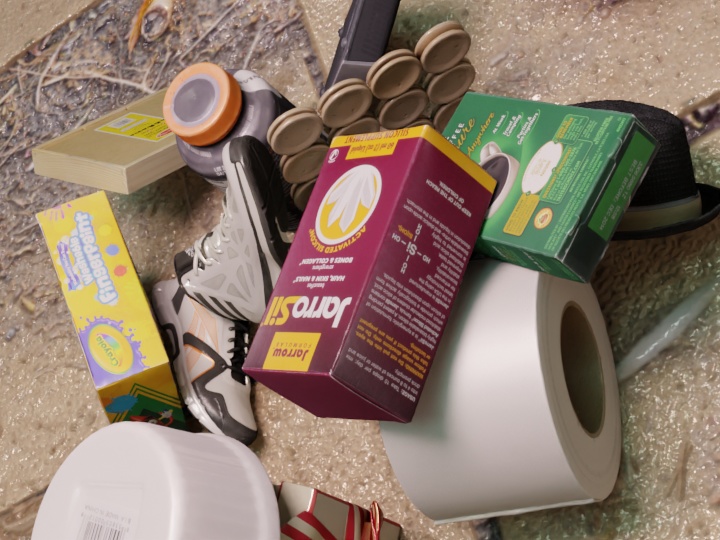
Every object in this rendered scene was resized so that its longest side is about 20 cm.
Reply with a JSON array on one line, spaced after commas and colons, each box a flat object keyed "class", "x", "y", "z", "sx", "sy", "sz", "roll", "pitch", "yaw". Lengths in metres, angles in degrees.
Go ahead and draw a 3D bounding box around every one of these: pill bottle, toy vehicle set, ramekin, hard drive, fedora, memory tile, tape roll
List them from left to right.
[{"class": "ramekin", "x": -0.163, "y": 0.212, "z": 1.094, "sx": 0.199, "sy": 0.097, "sz": 0.202, "roll": -20, "pitch": 58, "yaw": 36}, {"class": "toy vehicle set", "x": -0.209, "y": -0.131, "z": 1.422, "sx": 0.123, "sy": 0.200, "sz": 0.027, "roll": 14, "pitch": 121, "yaw": 33}, {"class": "pill bottle", "x": -0.100, "y": -0.118, "z": 1.336, "sx": 0.105, "sy": 0.200, "sz": 0.107, "roll": -10, "pitch": 67, "yaw": 24}, {"class": "hard drive", "x": 0.000, "y": -0.211, "z": 1.337, "sx": 0.042, "sy": 0.200, "sz": 0.136, "roll": 18, "pitch": 77, "yaw": -6}, {"class": "memory tile", "x": 0.015, "y": -0.136, "z": 1.287, "sx": 0.199, "sy": 0.154, "sz": 0.017, "roll": -29, "pitch": 63, "yaw": -3}, {"class": "tape roll", "x": 0.112, "y": 0.090, "z": 1.142, "sx": 0.138, "sy": 0.202, "sz": 0.205, "roll": -13, "pitch": 66, "yaw": 24}, {"class": "fedora", "x": 0.195, "y": -0.087, "z": 1.170, "sx": 0.199, "sy": 0.200, "sz": 0.093, "roll": 6, "pitch": 108, "yaw": 30}]

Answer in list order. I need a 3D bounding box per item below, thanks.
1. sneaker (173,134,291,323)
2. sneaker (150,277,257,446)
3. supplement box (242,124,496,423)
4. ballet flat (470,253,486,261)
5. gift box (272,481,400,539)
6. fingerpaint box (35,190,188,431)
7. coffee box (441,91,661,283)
[{"class": "sneaker", "x": -0.121, "y": -0.026, "z": 1.281, "sx": 0.114, "sy": 0.202, "sz": 0.076, "roll": -5, "pitch": 39, "yaw": 11}, {"class": "sneaker", "x": -0.135, "y": 0.074, "z": 1.359, "sx": 0.080, "sy": 0.074, "sz": 0.201, "roll": -32, "pitch": 60, "yaw": 12}, {"class": "supplement box", "x": 0.007, "y": 0.003, "z": 1.061, "sx": 0.110, "sy": 0.085, "sz": 0.201, "roll": -2, "pitch": 61, "yaw": 50}, {"class": "ballet flat", "x": 0.090, "y": 0.006, "z": 1.271, "sx": 0.200, "sy": 0.057, "sz": 0.067, "roll": -39, "pitch": 59, "yaw": 10}, {"class": "gift box", "x": -0.083, "y": 0.267, "z": 1.187, "sx": 0.185, "sy": 0.200, "sz": 0.186, "roll": 6, "pitch": 79, "yaw": 29}, {"class": "fingerpaint box", "x": -0.229, "y": 0.057, "z": 1.355, "sx": 0.073, "sy": 0.167, "sz": 0.201, "roll": -20, "pitch": 59, "yaw": -10}, {"class": "coffee box", "x": 0.123, "y": -0.068, "z": 1.096, "sx": 0.199, "sy": 0.044, "sz": 0.124, "roll": 16, "pitch": 74, "yaw": 54}]
